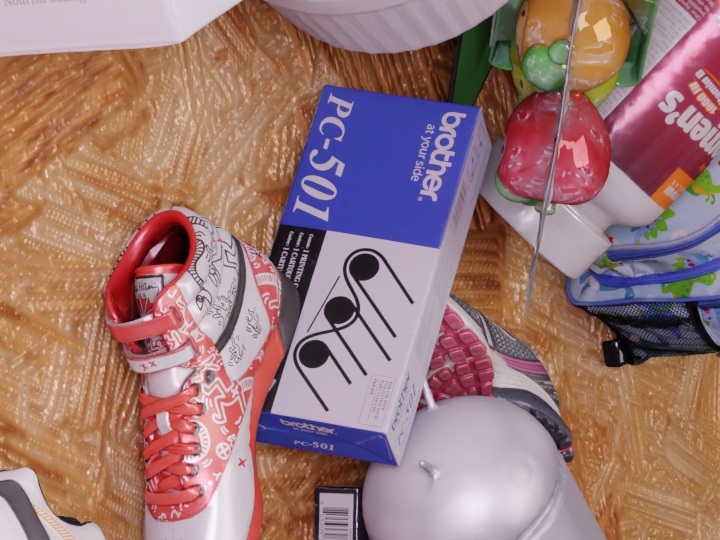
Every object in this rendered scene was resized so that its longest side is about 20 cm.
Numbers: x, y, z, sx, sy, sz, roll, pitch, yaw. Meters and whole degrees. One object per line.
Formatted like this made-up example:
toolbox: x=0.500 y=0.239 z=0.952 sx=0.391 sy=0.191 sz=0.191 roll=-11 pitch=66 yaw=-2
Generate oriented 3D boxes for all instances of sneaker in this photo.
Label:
sneaker: x=-0.129 y=0.166 z=1.431 sx=0.200 sy=0.073 sz=0.080 roll=50 pitch=48 yaw=-43
sneaker: x=0.048 y=0.051 z=1.699 sx=0.200 sy=0.080 sz=0.075 roll=45 pitch=25 yaw=-45
sneaker: x=-0.094 y=0.068 z=1.492 sx=0.108 sy=0.067 sz=0.202 roll=41 pitch=53 yaw=-46

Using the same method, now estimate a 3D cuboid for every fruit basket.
fruit basket: x=0.102 y=-0.097 z=1.614 sx=0.185 sy=0.093 sz=0.201 roll=89 pitch=15 yaw=-72

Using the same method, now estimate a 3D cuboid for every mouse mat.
mouse mat: x=0.080 y=-0.169 z=1.710 sx=0.200 sy=0.007 sz=0.161 roll=95 pitch=16 yaw=-55

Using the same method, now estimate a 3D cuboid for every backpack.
backpack: x=0.231 y=-0.043 z=1.846 sx=0.147 sy=0.199 sz=0.184 roll=41 pitch=57 yaw=-47

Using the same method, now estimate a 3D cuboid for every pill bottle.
pill bottle: x=0.163 y=-0.097 z=1.751 sx=0.200 sy=0.110 sz=0.109 roll=-47 pitch=139 yaw=7

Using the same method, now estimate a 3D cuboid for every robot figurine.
robot figurine: x=0.072 y=0.149 z=1.623 sx=0.200 sy=0.112 sz=0.170 roll=61 pitch=6 yaw=-34

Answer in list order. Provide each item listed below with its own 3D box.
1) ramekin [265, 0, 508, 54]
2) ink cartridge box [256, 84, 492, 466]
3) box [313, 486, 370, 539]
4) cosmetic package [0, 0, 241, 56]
ramekin: x=0.015 y=-0.205 z=1.552 sx=0.094 sy=0.201 sz=0.203 roll=50 pitch=49 yaw=-57
ink cartridge box: x=0.000 y=0.000 z=1.597 sx=0.044 sy=0.093 sz=0.201 roll=69 pitch=33 yaw=-59
box: x=0.041 y=0.196 z=1.708 sx=0.200 sy=0.036 sz=0.144 roll=6 pitch=84 yaw=-56
cosmetic package: x=-0.127 y=-0.220 z=1.366 sx=0.167 sy=0.166 sz=0.201 roll=-38 pitch=120 yaw=-49
